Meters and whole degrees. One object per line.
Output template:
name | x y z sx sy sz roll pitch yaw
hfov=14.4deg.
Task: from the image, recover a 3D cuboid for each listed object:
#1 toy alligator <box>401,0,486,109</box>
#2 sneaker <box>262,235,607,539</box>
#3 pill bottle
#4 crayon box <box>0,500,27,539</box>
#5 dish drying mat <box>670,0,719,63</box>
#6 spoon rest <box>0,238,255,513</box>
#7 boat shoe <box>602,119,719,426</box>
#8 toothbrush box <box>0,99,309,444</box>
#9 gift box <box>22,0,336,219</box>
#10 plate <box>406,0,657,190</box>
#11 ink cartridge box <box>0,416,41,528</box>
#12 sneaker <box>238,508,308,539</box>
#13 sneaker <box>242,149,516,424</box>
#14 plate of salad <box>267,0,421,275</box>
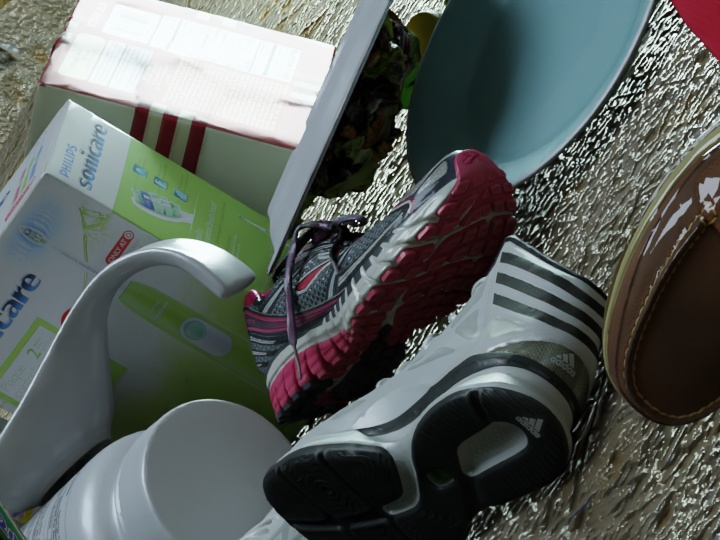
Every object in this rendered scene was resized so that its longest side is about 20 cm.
toy alligator | 0.055 -0.112 1.562 0.200 0.059 0.054 -48 58 37
sneaker | 0.043 0.056 1.246 0.200 0.076 0.115 -28 24 50
pill bottle | -0.112 0.150 1.463 0.200 0.113 0.114 -42 22 48
crayon box | -0.162 0.202 1.356 0.052 0.126 0.200 -28 -25 -20
dish drying mat | 0.177 -0.122 1.227 0.077 0.018 0.200 -54 14 12
spoon rest | -0.140 0.053 1.482 0.200 0.061 0.099 -46 -8 22
boat shoe | 0.154 -0.025 0.994 0.200 0.072 0.068 -52 13 15
toothbrush box | -0.118 0.026 1.563 0.146 0.200 0.086 -50 16 28
gift box | -0.129 -0.047 1.684 0.185 0.200 0.187 -67 -9 -63
plate | 0.094 -0.116 1.427 0.200 0.026 0.200 -40 34 34
ink cartridge box | -0.214 0.167 1.608 0.145 0.200 0.085 -56 18 12
sneaker | -0.046 0.151 1.309 0.075 0.081 0.200 -48 16 44
sneaker | 0.000 0.000 1.404 0.200 0.081 0.075 -44 64 42
plate of salad | 0.001 -0.085 1.491 0.200 0.048 0.200 -155 90 -88
